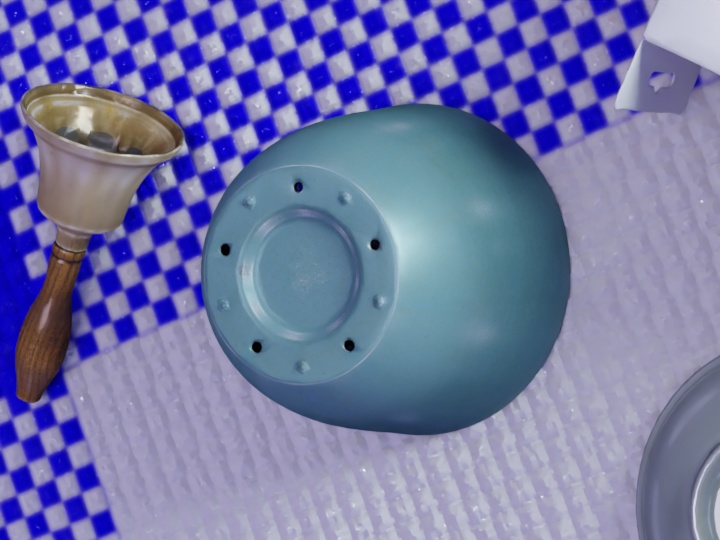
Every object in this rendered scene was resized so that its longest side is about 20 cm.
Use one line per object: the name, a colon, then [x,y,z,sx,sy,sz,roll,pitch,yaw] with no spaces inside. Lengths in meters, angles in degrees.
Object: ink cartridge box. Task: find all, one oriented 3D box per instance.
ink cartridge box: [0.224,-0.166,1.623,0.068,0.115,0.200,29,104,23]

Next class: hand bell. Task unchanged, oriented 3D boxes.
hand bell: [-0.185,-0.006,1.855,0.104,0.104,0.200,27,114,23]

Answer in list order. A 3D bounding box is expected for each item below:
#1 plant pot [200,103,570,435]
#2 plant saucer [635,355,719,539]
plant pot: [0.000,0.000,1.710,0.200,0.161,0.201,0,90,26]
plant saucer: [0.242,0.137,1.657,0.200,0.050,0.201,1,92,26]
